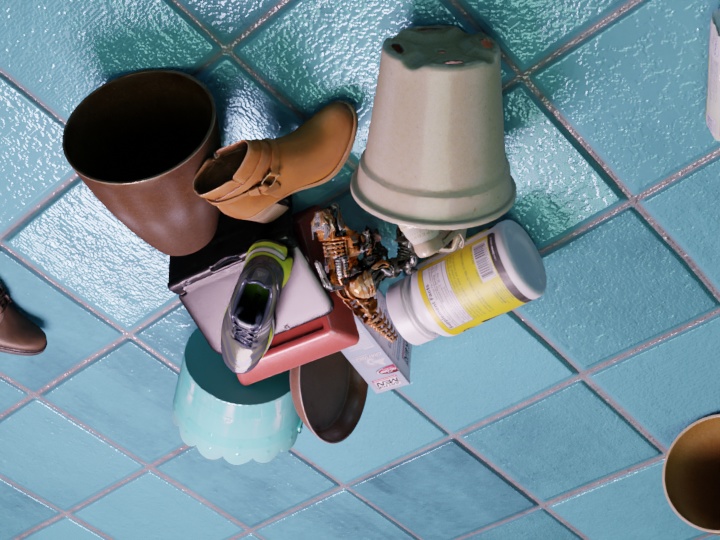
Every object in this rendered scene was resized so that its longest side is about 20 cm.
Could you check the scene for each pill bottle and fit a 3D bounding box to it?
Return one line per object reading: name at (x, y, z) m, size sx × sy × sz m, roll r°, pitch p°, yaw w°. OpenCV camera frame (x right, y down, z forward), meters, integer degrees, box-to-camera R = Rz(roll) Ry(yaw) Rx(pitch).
pill bottle at (0.141, 0.021, 1.453) m, size 0.200 × 0.114 × 0.114 m, roll -27°, pitch 125°, yaw 29°

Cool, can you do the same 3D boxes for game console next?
game console at (-0.148, -0.010, 1.431) m, size 0.200 × 0.176 × 0.116 m, roll -22°, pitch 142°, yaw 24°

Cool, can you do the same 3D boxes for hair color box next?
hair color box at (0.003, 0.075, 1.529) m, size 0.061 × 0.099 × 0.200 m, roll -20°, pitch 128°, yaw 24°

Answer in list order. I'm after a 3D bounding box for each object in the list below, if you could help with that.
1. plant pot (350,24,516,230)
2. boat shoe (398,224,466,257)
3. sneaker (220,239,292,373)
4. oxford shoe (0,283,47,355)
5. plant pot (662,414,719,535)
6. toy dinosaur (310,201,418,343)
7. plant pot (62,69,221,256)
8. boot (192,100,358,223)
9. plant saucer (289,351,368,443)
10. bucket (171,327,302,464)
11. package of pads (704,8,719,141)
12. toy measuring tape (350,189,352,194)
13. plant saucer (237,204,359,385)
plant pot at (0.088, -0.175, 1.234) m, size 0.200 × 0.201 × 0.184 m, roll 3°, pitch 123°, yaw 3°
boat shoe at (0.100, -0.052, 1.341) m, size 0.072 × 0.200 × 0.065 m, roll -22°, pitch 89°, yaw 19°
sneaker at (-0.144, 0.058, 1.359) m, size 0.074 × 0.081 × 0.200 m, roll 18°, pitch 124°, yaw 3°
oxford shoe at (-0.551, 0.061, 1.597) m, size 0.200 × 0.073 × 0.084 m, roll 35°, pitch 126°, yaw -25°
plant pot at (0.607, 0.350, 1.690) m, size 0.186 × 0.186 × 0.200 m, roll -26°, pitch 139°, yaw 27°
toy dinosaur at (0.000, 0.000, 1.403) m, size 0.102 × 0.136 × 0.200 m, roll 21°, pitch 134°, yaw 36°
plant pot at (-0.247, -0.114, 1.337) m, size 0.187 × 0.187 × 0.200 m, roll -3°, pitch 143°, yaw 9°
boot at (-0.099, -0.139, 1.278) m, size 0.200 × 0.074 × 0.155 m, roll -49°, pitch 155°, yaw 10°
plant saucer at (-0.048, 0.150, 1.546) m, size 0.034 × 0.200 × 0.200 m, roll -3°, pitch 135°, yaw 28°
bucket at (-0.174, 0.169, 1.574) m, size 0.207 × 0.207 × 0.135 m, roll 10°, pitch 134°, yaw -3°
package of pads at (0.496, -0.231, 1.204) m, size 0.200 × 0.068 × 0.155 m, roll -5°, pitch 133°, yaw 10°
toy measuring tape at (0.085, -0.106, 1.368) m, size 0.200 × 0.074 × 0.074 m, roll -5°, pitch 133°, yaw 11°
plant saucer at (-0.118, 0.035, 1.452) m, size 0.200 × 0.200 × 0.037 m, roll -22°, pitch 168°, yaw 24°
